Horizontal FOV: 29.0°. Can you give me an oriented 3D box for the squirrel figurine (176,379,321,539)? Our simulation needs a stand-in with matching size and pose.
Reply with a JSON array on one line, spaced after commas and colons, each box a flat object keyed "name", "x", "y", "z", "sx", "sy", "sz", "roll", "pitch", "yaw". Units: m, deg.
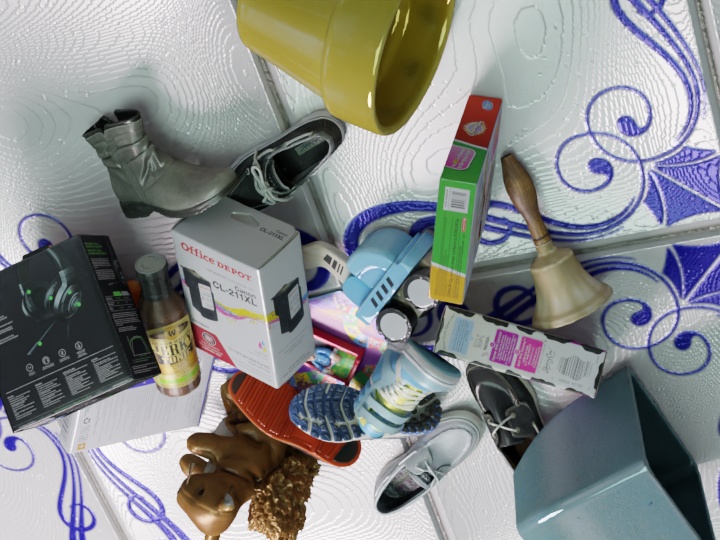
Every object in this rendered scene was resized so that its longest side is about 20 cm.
[{"name": "squirrel figurine", "x": -0.151, "y": 0.285, "z": 1.859, "sx": 0.199, "sy": 0.187, "sz": 0.142, "roll": 29, "pitch": 124, "yaw": -5}]

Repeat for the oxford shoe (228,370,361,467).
[{"name": "oxford shoe", "x": -0.095, "y": 0.202, "z": 1.856, "sx": 0.199, "sy": 0.071, "sz": 0.073, "roll": 36, "pitch": 164, "yaw": -8}]

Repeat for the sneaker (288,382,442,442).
[{"name": "sneaker", "x": 0.005, "y": 0.195, "z": 1.817, "sx": 0.198, "sy": 0.078, "sz": 0.085, "roll": 4, "pitch": 162, "yaw": 0}]

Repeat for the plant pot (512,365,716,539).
[{"name": "plant pot", "x": 0.299, "y": 0.279, "z": 1.712, "sx": 0.199, "sy": 0.196, "sz": 0.197, "roll": -29, "pitch": 116, "yaw": 20}]

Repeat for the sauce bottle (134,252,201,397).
[{"name": "sauce bottle", "x": -0.245, "y": 0.069, "z": 1.737, "sx": 0.064, "sy": 0.065, "sz": 0.201, "roll": 2, "pitch": 130, "yaw": 13}]

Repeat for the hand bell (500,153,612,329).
[{"name": "hand bell", "x": 0.210, "y": -0.043, "z": 1.631, "sx": 0.103, "sy": 0.104, "sz": 0.201, "roll": -20, "pitch": 104, "yaw": 25}]

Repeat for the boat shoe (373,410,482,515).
[{"name": "boat shoe", "x": 0.089, "y": 0.264, "z": 1.854, "sx": 0.070, "sy": 0.072, "sz": 0.201, "roll": 38, "pitch": 123, "yaw": -12}]

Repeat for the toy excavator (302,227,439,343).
[{"name": "toy excavator", "x": 0.000, "y": 0.000, "z": 1.708, "sx": 0.200, "sy": 0.100, "sz": 0.195, "roll": 41, "pitch": 125, "yaw": 4}]

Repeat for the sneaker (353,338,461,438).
[{"name": "sneaker", "x": 0.053, "y": 0.154, "z": 1.693, "sx": 0.079, "sy": 0.200, "sz": 0.131, "roll": 31, "pitch": 89, "yaw": -8}]

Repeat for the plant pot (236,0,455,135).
[{"name": "plant pot", "x": -0.022, "y": -0.269, "z": 1.479, "sx": 0.187, "sy": 0.201, "sz": 0.202, "roll": 22, "pitch": 126, "yaw": 17}]

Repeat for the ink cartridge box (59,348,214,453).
[{"name": "ink cartridge box", "x": -0.290, "y": 0.140, "z": 1.839, "sx": 0.198, "sy": 0.043, "sz": 0.200, "roll": -8, "pitch": 129, "yaw": -35}]

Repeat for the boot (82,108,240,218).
[{"name": "boot", "x": -0.247, "y": -0.132, "z": 1.668, "sx": 0.199, "sy": 0.068, "sz": 0.131, "roll": -4, "pitch": 123, "yaw": 38}]

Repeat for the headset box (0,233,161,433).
[{"name": "headset box", "x": -0.364, "y": 0.068, "z": 1.680, "sx": 0.173, "sy": 0.093, "sz": 0.202, "roll": -24, "pitch": 85, "yaw": 12}]

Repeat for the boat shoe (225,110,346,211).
[{"name": "boat shoe", "x": -0.100, "y": -0.115, "z": 1.662, "sx": 0.198, "sy": 0.068, "sz": 0.074, "roll": -27, "pitch": 112, "yaw": 28}]

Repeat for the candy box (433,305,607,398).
[{"name": "candy box", "x": 0.189, "y": 0.097, "z": 1.680, "sx": 0.198, "sy": 0.136, "sz": 0.062, "roll": 15, "pitch": 88, "yaw": 3}]

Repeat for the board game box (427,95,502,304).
[{"name": "board game box", "x": 0.118, "y": -0.082, "z": 1.547, "sx": 0.040, "sy": 0.201, "sz": 0.154, "roll": 10, "pitch": 124, "yaw": 9}]

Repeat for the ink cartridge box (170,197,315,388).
[{"name": "ink cartridge box", "x": -0.143, "y": 0.025, "z": 1.708, "sx": 0.145, "sy": 0.083, "sz": 0.201, "roll": 24, "pitch": 139, "yaw": 30}]

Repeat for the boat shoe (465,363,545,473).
[{"name": "boat shoe", "x": 0.194, "y": 0.194, "z": 1.787, "sx": 0.071, "sy": 0.068, "sz": 0.201, "roll": -19, "pitch": 114, "yaw": 26}]

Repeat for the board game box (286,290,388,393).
[{"name": "board game box", "x": -0.056, "y": 0.115, "z": 1.814, "sx": 0.198, "sy": 0.039, "sz": 0.159, "roll": -15, "pitch": 117, "yaw": 23}]

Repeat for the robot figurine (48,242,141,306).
[{"name": "robot figurine", "x": -0.370, "y": 0.046, "z": 1.808, "sx": 0.143, "sy": 0.117, "sz": 0.201, "roll": 21, "pitch": 126, "yaw": 12}]
